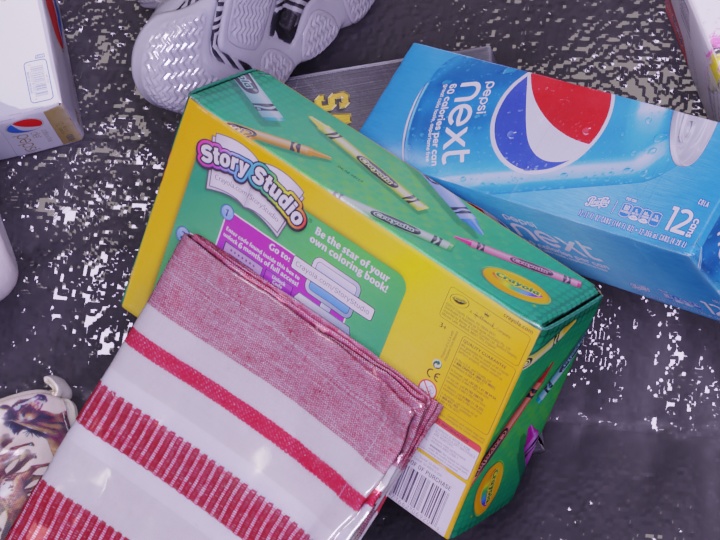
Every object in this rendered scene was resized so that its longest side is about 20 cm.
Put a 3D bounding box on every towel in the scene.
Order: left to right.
[{"bbox_3d":[-0.072,0.103,1.050,0.144,0.023,0.200,33,95,22],"label":"towel"}]

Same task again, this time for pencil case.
[{"bbox_3d":[-0.138,0.149,1.129,0.089,0.078,0.200,-25,66,-2],"label":"pencil case"}]

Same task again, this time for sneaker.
[{"bbox_3d":[-0.079,-0.138,1.197,0.115,0.075,0.200,15,33,26],"label":"sneaker"}]

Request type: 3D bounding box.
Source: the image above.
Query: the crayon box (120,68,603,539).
[{"bbox_3d":[-0.004,0.012,1.076,0.200,0.058,0.119,34,123,21],"label":"crayon box"}]

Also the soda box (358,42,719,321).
[{"bbox_3d":[0.095,-0.040,1.068,0.200,0.068,0.064,19,73,41],"label":"soda box"}]

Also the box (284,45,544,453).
[{"bbox_3d":[0.000,0.000,1.173,0.158,0.048,0.201,-8,68,10],"label":"box"}]

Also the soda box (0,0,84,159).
[{"bbox_3d":[-0.195,-0.162,1.248,0.063,0.068,0.201,-12,77,1],"label":"soda box"}]

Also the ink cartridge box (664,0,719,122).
[{"bbox_3d":[0.201,-0.076,1.122,0.067,0.117,0.200,-19,68,4],"label":"ink cartridge box"}]

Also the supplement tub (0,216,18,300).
[{"bbox_3d":[-0.274,-0.022,1.118,0.200,0.145,0.145,-20,66,-6],"label":"supplement tub"}]
